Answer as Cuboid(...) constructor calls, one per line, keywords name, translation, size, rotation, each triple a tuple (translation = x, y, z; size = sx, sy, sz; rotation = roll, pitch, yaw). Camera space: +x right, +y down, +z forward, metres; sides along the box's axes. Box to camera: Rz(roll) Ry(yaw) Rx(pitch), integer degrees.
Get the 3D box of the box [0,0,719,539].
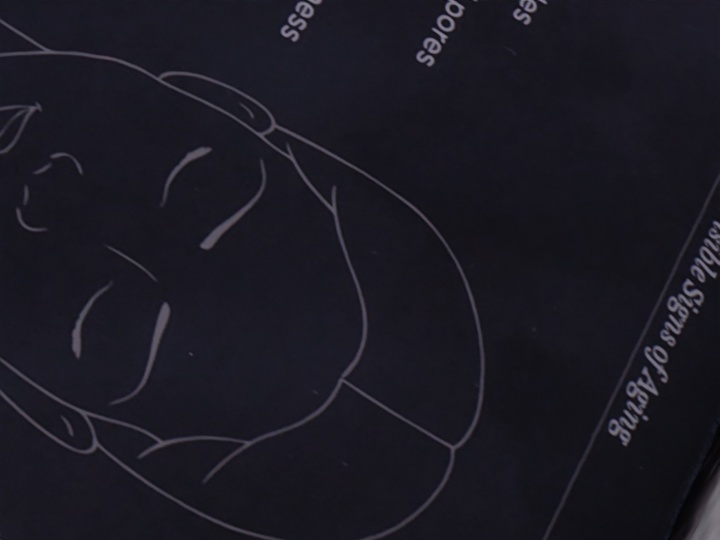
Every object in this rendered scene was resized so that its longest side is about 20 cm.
Cuboid(name="box", translation=(-0.031, -0.001, 0.484), size=(0.201, 0.196, 0.124), rotation=(-59, 2, -31))
